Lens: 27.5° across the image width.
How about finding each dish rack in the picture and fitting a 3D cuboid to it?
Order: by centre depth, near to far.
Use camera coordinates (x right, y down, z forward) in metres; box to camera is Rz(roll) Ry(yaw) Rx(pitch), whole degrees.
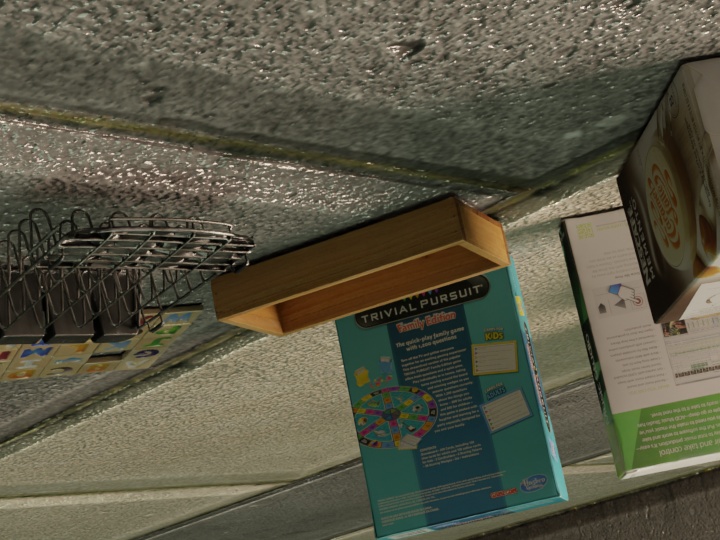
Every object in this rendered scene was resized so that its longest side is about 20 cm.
[{"bbox_3d":[-0.168,-0.002,0.930,0.153,0.055,0.200,0,159,-39],"label":"dish rack"}]

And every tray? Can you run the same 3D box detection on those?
[{"bbox_3d":[0.000,0.000,1.083,0.199,0.037,0.099,-17,164,22],"label":"tray"}]

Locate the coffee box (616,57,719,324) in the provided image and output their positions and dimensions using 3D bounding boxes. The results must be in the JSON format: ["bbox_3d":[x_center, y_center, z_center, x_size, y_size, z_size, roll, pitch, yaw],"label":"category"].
[{"bbox_3d":[0.232,-0.047,0.938,0.079,0.115,0.200,-10,164,-4],"label":"coffee box"}]

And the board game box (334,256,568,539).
[{"bbox_3d":[0.069,0.100,1.173,0.150,0.201,0.047,-15,164,13],"label":"board game box"}]

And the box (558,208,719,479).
[{"bbox_3d":[0.241,0.045,1.106,0.143,0.201,0.036,-10,161,-1],"label":"box"}]

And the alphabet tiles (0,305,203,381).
[{"bbox_3d":[-0.243,0.062,1.180,0.199,0.008,0.167,-4,163,-25],"label":"alphabet tiles"}]
